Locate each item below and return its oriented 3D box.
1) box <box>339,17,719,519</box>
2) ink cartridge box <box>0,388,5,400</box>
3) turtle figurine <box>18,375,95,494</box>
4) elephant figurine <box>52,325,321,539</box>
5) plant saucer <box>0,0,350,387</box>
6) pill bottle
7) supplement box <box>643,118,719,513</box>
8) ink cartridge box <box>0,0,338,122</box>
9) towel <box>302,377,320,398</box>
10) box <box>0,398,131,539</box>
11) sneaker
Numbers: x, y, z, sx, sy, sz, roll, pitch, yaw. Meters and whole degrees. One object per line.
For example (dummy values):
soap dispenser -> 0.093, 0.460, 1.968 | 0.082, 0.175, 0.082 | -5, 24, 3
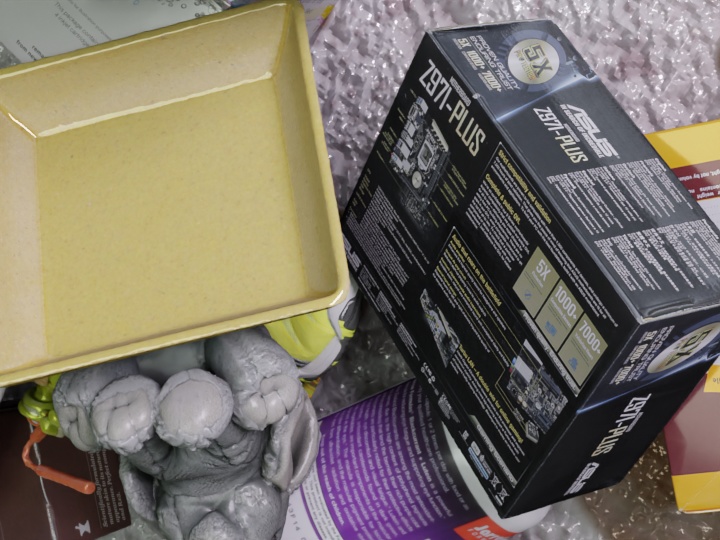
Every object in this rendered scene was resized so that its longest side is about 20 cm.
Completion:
box -> 0.086, -0.004, 0.782 | 0.200, 0.086, 0.164 | 58, 142, 30
ink cartridge box -> -0.302, 0.083, 0.951 | 0.146, 0.084, 0.200 | 58, 133, 35
turtle figurine -> -0.185, 0.037, 0.914 | 0.200, 0.064, 0.162 | 38, 127, 55
elephant figurine -> -0.085, 0.113, 0.863 | 0.141, 0.155, 0.200 | 20, 143, 37
plant saucer -> -0.110, -0.037, 0.815 | 0.200, 0.048, 0.200 | -13, 61, 6
pill bottle -> 0.049, 0.118, 0.917 | 0.200, 0.111, 0.112 | -26, 86, 24
supplement box -> 0.260, 0.009, 0.799 | 0.197, 0.133, 0.200 | -10, 92, 24
ink cartridge box -> -0.105, -0.192, 0.927 | 0.145, 0.147, 0.200 | 44, 110, 11
towel -> 0.000, 0.000, 0.944 | 0.018, 0.086, 0.200 | 23, 107, -14
box -> -0.259, 0.144, 1.054 | 0.200, 0.075, 0.100 | -9, 92, 40
sneaker -> -0.068, 0.027, 0.930 | 0.200, 0.076, 0.076 | -23, 49, 51
